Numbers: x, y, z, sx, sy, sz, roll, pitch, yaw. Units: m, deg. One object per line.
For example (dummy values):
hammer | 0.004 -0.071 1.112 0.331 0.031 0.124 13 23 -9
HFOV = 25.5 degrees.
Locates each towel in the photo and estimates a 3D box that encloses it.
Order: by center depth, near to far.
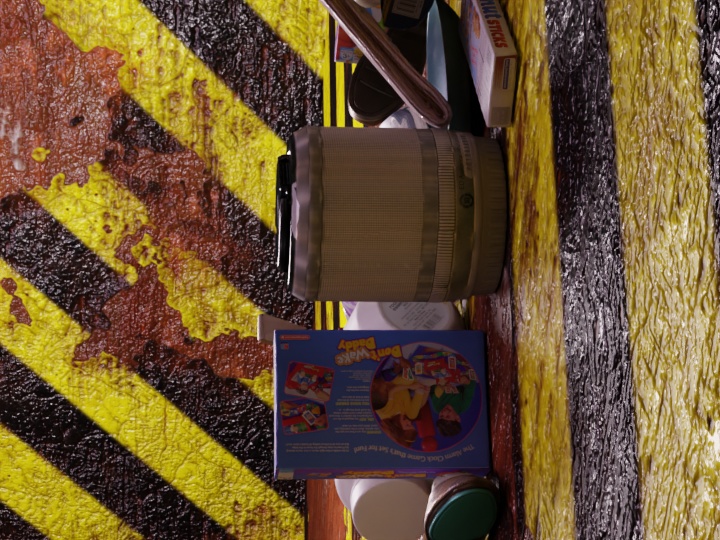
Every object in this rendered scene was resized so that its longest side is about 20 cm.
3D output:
towel | 0.015 -0.222 1.542 0.191 0.032 0.200 49 -175 -11

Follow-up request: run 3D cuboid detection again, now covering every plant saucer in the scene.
plant saucer | 0.090 -0.177 1.613 0.200 0.027 0.201 176 90 -87

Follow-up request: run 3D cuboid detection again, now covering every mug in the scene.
mug | 0.036 0.076 1.655 0.153 0.149 0.187 107 158 -44

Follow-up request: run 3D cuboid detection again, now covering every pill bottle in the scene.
pill bottle | 0.028 0.216 1.807 0.200 0.119 0.120 -99 11 -62

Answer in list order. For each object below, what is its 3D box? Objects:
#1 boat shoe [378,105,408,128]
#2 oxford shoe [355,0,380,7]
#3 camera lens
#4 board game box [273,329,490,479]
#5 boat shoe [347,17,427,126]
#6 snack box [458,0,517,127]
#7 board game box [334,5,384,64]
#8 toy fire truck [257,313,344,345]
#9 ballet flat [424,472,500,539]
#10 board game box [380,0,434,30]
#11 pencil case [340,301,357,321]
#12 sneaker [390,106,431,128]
boat shoe | 0.064 -0.132 1.795 0.065 0.073 0.200 61 175 14
oxford shoe | 0.035 -0.336 1.755 0.200 0.070 0.075 138 148 -59
camera lens | 0.023 -0.051 1.455 0.160 0.199 0.161 180 90 -85
board game box | 0.018 0.125 1.492 0.045 0.199 0.135 105 165 -71
boat shoe | 0.042 -0.230 1.793 0.200 0.072 0.068 -61 -9 -30
snack box | 0.114 -0.208 1.442 0.200 0.024 0.072 -98 8 -56
board game box | 0.029 -0.352 1.889 0.103 0.104 0.200 -86 1 -45
toy fire truck | -0.031 0.127 2.004 0.129 0.199 0.176 97 172 -52
ballet flat | 0.085 0.228 1.461 0.200 0.068 0.067 98 166 -49
board game box | 0.070 -0.363 1.589 0.200 0.061 0.200 -92 16 -60
pencil case | 0.000 0.000 1.846 0.200 0.084 0.086 68 -150 -53
sneaker | 0.038 -0.086 1.633 0.078 0.086 0.200 88 176 -55
